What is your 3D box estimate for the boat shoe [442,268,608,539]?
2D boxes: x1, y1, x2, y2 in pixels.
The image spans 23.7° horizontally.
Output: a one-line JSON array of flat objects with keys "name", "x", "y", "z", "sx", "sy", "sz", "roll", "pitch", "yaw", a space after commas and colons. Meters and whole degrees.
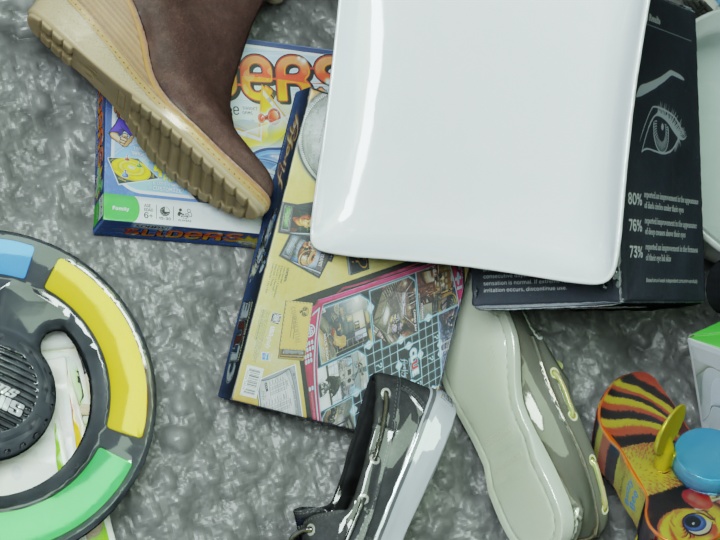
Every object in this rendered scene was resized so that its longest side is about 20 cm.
[{"name": "boat shoe", "x": 0.105, "y": 0.086, "z": 1.122, "sx": 0.060, "sy": 0.072, "sz": 0.202, "roll": -5, "pitch": 70, "yaw": -41}]

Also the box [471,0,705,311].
[{"name": "box", "x": 0.145, "y": -0.075, "z": 1.092, "sx": 0.148, "sy": 0.104, "sz": 0.201, "roll": 3, "pitch": 85, "yaw": -59}]

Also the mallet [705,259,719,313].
[{"name": "mallet", "x": 0.320, "y": -0.022, "z": 1.135, "sx": 0.200, "sy": 0.066, "sz": 0.041, "roll": -29, "pitch": 113, "yaw": -22}]

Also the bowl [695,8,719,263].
[{"name": "bowl", "x": 0.272, "y": -0.080, "z": 1.224, "sx": 0.200, "sy": 0.090, "sz": 0.202, "roll": 6, "pitch": 71, "yaw": -19}]

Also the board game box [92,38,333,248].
[{"name": "board game box", "x": -0.073, "y": -0.083, "z": 1.121, "sx": 0.199, "sy": 0.034, "sz": 0.136, "roll": 4, "pitch": 73, "yaw": -20}]

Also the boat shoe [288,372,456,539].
[{"name": "boat shoe", "x": -0.009, "y": 0.155, "z": 1.040, "sx": 0.066, "sy": 0.070, "sz": 0.200, "roll": 27, "pitch": 83, "yaw": -9}]

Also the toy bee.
[{"name": "toy bee", "x": 0.200, "y": 0.146, "z": 1.091, "sx": 0.108, "sy": 0.200, "sz": 0.131, "roll": -20, "pitch": 116, "yaw": -25}]

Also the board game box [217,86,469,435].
[{"name": "board game box", "x": 0.000, "y": 0.000, "z": 1.091, "sx": 0.135, "sy": 0.035, "sz": 0.201, "roll": 16, "pitch": 85, "yaw": -19}]

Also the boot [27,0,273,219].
[{"name": "boot", "x": -0.088, "y": -0.149, "z": 1.070, "sx": 0.200, "sy": 0.072, "sz": 0.166, "roll": 45, "pitch": 68, "yaw": -3}]

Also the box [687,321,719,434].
[{"name": "box", "x": 0.332, "y": 0.098, "z": 1.150, "sx": 0.200, "sy": 0.097, "sz": 0.177, "roll": -21, "pitch": 111, "yaw": -24}]

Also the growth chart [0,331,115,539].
[{"name": "growth chart", "x": -0.208, "y": 0.128, "z": 1.013, "sx": 0.144, "sy": 0.018, "sz": 0.201, "roll": 4, "pitch": 73, "yaw": -21}]

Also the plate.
[{"name": "plate", "x": 0.073, "y": -0.100, "z": 1.023, "sx": 0.032, "sy": 0.199, "sz": 0.200, "roll": 8, "pitch": 89, "yaw": -63}]

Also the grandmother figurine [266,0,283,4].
[{"name": "grandmother figurine", "x": -0.085, "y": -0.237, "z": 1.152, "sx": 0.200, "sy": 0.061, "sz": 0.122, "roll": -18, "pitch": 73, "yaw": -28}]

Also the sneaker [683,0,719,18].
[{"name": "sneaker", "x": 0.341, "y": -0.193, "z": 1.295, "sx": 0.200, "sy": 0.078, "sz": 0.090, "roll": 39, "pitch": 61, "yaw": -6}]

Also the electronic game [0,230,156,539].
[{"name": "electronic game", "x": -0.216, "y": 0.071, "z": 0.996, "sx": 0.199, "sy": 0.042, "sz": 0.201, "roll": 7, "pitch": 70, "yaw": -19}]
